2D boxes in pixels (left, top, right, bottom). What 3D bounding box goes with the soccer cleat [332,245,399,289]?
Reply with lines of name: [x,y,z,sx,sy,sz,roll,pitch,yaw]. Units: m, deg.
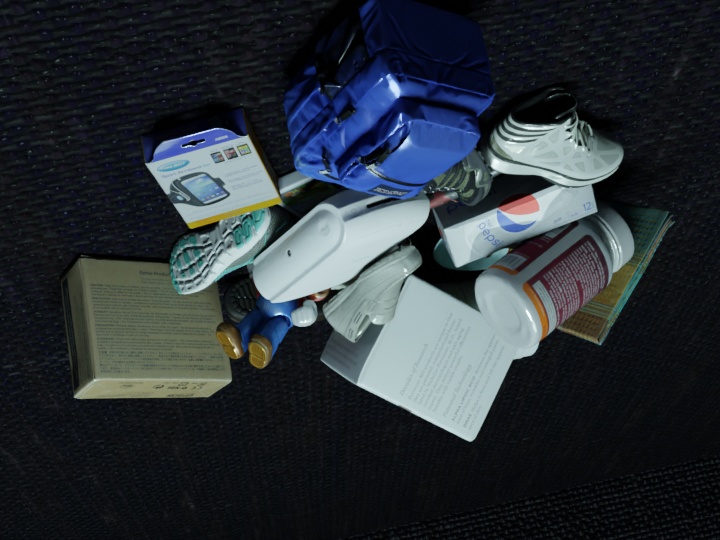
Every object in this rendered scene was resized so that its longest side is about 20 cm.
soccer cleat: [0.000,0.000,1.764,0.068,0.079,0.200,-12,167,-29]

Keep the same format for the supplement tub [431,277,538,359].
supplement tub: [0.160,0.079,1.997,0.197,0.134,0.132,-6,157,-17]

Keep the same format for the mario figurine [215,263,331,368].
mario figurine: [-0.106,0.024,1.695,0.201,0.123,0.106,-53,-178,-39]

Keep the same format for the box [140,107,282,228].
box: [-0.166,-0.117,1.473,0.117,0.042,0.200,-15,155,3]

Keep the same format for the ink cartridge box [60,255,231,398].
ink cartridge box: [-0.275,0.076,1.690,0.198,0.167,0.075,4,154,-35]

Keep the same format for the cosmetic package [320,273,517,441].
cosmetic package: [0.082,0.106,1.815,0.198,0.167,0.165,27,178,-21]

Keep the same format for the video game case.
video game case: [0.009,-0.107,1.618,0.198,0.022,0.182,-21,156,20]

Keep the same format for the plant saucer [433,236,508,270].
plant saucer: [0.192,-0.060,1.810,0.198,0.039,0.202,-12,157,-5]

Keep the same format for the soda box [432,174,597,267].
soda box: [0.196,-0.080,1.672,0.197,0.069,0.064,-21,124,1]

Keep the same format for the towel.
towel: [0.326,-0.003,1.780,0.022,0.202,0.146,36,171,-33]

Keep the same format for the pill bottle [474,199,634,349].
pill bottle: [0.252,0.001,1.691,0.199,0.115,0.114,-35,166,-24]

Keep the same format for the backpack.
backpack: [0.015,-0.157,1.319,0.161,0.170,0.199,13,151,-35]

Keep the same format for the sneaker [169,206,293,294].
sneaker: [-0.160,-0.025,1.649,0.199,0.079,0.090,-30,157,37]

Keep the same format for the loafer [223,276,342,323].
loafer: [-0.108,0.054,1.853,0.197,0.074,0.071,2,152,-33]

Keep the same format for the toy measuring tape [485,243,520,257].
toy measuring tape: [0.210,-0.008,1.772,0.073,0.075,0.199,-31,163,36]

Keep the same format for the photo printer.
photo printer: [-0.018,-0.041,1.595,0.165,0.070,0.199,-17,166,-44]

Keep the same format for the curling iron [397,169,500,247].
curling iron: [0.110,-0.086,1.636,0.199,0.050,0.025,-31,147,22]

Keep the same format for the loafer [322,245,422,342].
loafer: [0.024,0.031,1.667,0.070,0.070,0.200,-36,178,-37]

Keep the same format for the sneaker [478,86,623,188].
sneaker: [0.250,-0.159,1.563,0.198,0.077,0.115,1,156,-26]

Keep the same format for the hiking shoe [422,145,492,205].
hiking shoe: [0.087,-0.126,1.522,0.100,0.076,0.200,-35,146,-1]
